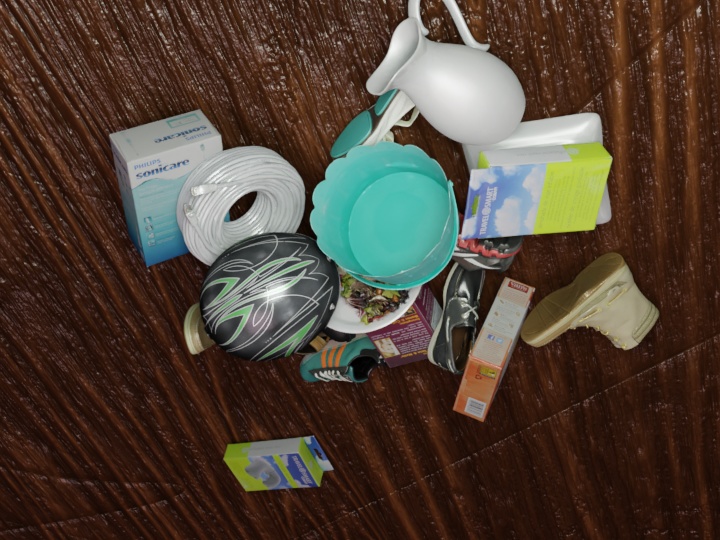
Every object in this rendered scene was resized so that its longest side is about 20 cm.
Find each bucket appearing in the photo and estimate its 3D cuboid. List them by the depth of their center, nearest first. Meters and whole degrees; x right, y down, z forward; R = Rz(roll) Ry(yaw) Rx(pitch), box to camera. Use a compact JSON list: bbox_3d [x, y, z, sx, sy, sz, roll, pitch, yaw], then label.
[{"bbox_3d":[0.045,-0.074,1.310,0.207,0.207,0.135,-6,169,17],"label":"bucket"}]

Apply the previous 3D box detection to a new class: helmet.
[{"bbox_3d":[-0.133,0.037,1.328,0.200,0.200,0.191,20,157,-7],"label":"helmet"}]

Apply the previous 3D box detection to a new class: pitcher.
[{"bbox_3d":[0.126,-0.267,1.198,0.200,0.172,0.121,23,176,-29],"label":"pitcher"}]

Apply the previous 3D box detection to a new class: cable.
[{"bbox_3d":[-0.180,-0.092,1.380,0.200,0.069,0.200,-26,140,-23],"label":"cable"}]

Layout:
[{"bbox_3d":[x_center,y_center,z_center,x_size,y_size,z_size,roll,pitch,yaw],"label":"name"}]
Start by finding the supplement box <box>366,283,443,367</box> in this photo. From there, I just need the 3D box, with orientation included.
[{"bbox_3d":[0.058,0.059,1.524,0.110,0.086,0.200,-17,126,24],"label":"supplement box"}]

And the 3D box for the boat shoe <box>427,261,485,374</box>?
[{"bbox_3d":[0.169,0.069,1.474,0.072,0.068,0.200,9,101,-30],"label":"boat shoe"}]

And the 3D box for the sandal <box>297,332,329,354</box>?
[{"bbox_3d":[-0.097,0.120,1.567,0.080,0.200,0.054,-25,79,42],"label":"sandal"}]

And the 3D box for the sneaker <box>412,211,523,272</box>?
[{"bbox_3d":[0.150,-0.048,1.404,0.200,0.071,0.098,18,148,17],"label":"sneaker"}]

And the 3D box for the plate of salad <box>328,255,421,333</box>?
[{"bbox_3d":[0.000,0.000,1.411,0.200,0.200,0.048,-5,154,16],"label":"plate of salad"}]

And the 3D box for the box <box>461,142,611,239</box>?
[{"bbox_3d":[0.237,-0.109,1.268,0.200,0.048,0.122,-5,129,-10],"label":"box"}]

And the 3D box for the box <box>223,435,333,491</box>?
[{"bbox_3d":[-0.172,0.407,1.916,0.200,0.048,0.122,-9,130,20],"label":"box"}]

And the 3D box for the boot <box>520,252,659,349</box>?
[{"bbox_3d":[0.370,0.084,1.463,0.200,0.073,0.155,-41,121,5],"label":"boot"}]

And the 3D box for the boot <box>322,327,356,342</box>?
[{"bbox_3d":[-0.120,0.064,1.475,0.198,0.162,0.073,59,158,-2],"label":"boot"}]

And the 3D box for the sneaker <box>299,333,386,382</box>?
[{"bbox_3d":[-0.032,0.169,1.637,0.200,0.080,0.071,-30,140,32],"label":"sneaker"}]

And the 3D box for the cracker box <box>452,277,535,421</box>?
[{"bbox_3d":[0.216,0.125,1.471,0.058,0.200,0.134,20,135,12],"label":"cracker box"}]

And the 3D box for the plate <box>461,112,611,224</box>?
[{"bbox_3d":[0.261,-0.130,1.347,0.199,0.032,0.200,-5,131,17],"label":"plate"}]

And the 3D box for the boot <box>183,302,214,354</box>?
[{"bbox_3d":[-0.197,0.078,1.528,0.155,0.200,0.072,-6,105,15],"label":"boot"}]

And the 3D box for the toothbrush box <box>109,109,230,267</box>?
[{"bbox_3d":[-0.284,-0.124,1.383,0.146,0.085,0.200,-21,138,-22],"label":"toothbrush box"}]

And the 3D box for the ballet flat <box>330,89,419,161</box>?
[{"bbox_3d":[0.035,-0.211,1.303,0.069,0.069,0.200,32,127,-17],"label":"ballet flat"}]
